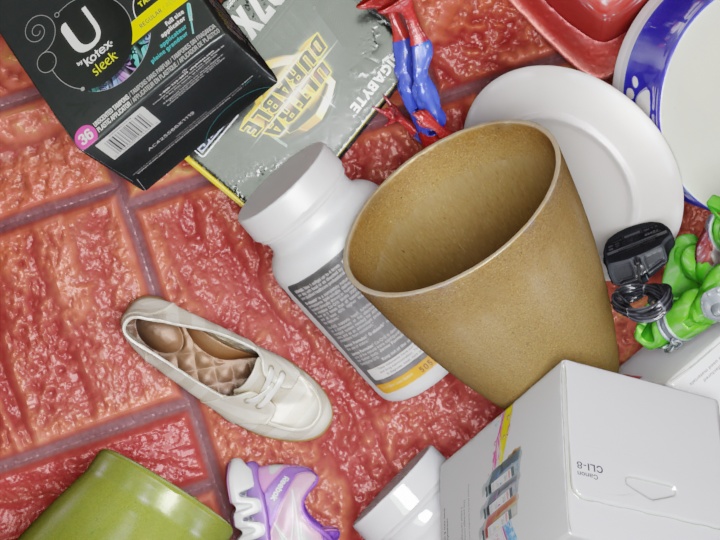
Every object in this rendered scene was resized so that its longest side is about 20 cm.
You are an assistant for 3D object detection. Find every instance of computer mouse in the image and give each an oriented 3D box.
[{"bbox_3d":[0.215,0.008,1.545,0.058,0.200,0.034,-20,105,11],"label":"computer mouse"}]

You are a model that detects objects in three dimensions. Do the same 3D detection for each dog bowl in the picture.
[{"bbox_3d":[0.309,-0.146,1.658,0.199,0.079,0.202,-6,106,-20],"label":"dog bowl"}]

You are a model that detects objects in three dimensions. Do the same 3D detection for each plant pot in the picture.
[{"bbox_3d":[-0.205,0.257,1.657,0.200,0.200,0.194,31,79,1],"label":"plant pot"},{"bbox_3d":[0.116,0.019,1.571,0.186,0.187,0.200,-37,121,0],"label":"plant pot"}]

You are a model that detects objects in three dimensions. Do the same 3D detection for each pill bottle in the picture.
[{"bbox_3d":[0.000,0.000,1.660,0.116,0.116,0.200,-41,106,0],"label":"pill bottle"},{"bbox_3d":[0.097,0.246,1.680,0.200,0.116,0.116,45,90,1],"label":"pill bottle"}]

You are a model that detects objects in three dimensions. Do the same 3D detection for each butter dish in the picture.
[{"bbox_3d":[0.201,-0.290,1.665,0.199,0.148,0.200,-44,89,0],"label":"butter dish"}]

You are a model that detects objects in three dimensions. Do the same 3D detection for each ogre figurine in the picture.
[{"bbox_3d":[0.294,-0.020,1.571,0.199,0.120,0.099,-31,98,-9],"label":"ogre figurine"}]

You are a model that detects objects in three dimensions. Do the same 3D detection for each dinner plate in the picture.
[{"bbox_3d":[0.166,-0.072,1.657,0.200,0.200,0.024,43,48,1],"label":"dinner plate"}]

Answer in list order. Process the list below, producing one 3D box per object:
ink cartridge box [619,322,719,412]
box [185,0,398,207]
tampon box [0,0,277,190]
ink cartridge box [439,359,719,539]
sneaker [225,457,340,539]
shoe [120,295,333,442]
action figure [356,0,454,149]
[{"bbox_3d":[0.309,0.139,1.648,0.086,0.148,0.200,-40,98,-10],"label":"ink cartridge box"},{"bbox_3d":[-0.068,-0.156,1.717,0.159,0.049,0.200,40,90,2],"label":"box"},{"bbox_3d":[-0.195,-0.196,1.645,0.150,0.126,0.200,-39,69,5],"label":"tampon box"},{"bbox_3d":[0.168,0.185,1.552,0.144,0.200,0.146,14,57,-22],"label":"ink cartridge box"},{"bbox_3d":[-0.055,0.250,1.704,0.088,0.080,0.202,-10,89,-7],"label":"sneaker"},{"bbox_3d":[-0.115,0.086,1.713,0.199,0.053,0.070,28,90,1],"label":"shoe"},{"bbox_3d":[0.051,-0.130,1.675,0.052,0.065,0.201,-34,114,-21],"label":"action figure"}]
